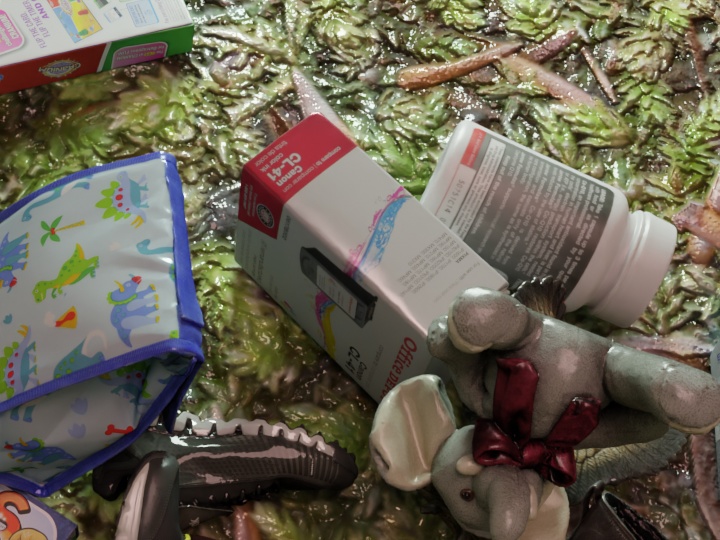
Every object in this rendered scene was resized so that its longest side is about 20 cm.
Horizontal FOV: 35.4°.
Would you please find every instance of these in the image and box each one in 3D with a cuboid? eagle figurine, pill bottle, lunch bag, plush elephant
[{"bbox_3d":[0.128,0.118,0.844,0.200,0.152,0.151,-43,40,3],"label":"eagle figurine"},{"bbox_3d":[0.150,-0.035,0.940,0.200,0.114,0.114,25,62,0],"label":"pill bottle"},{"bbox_3d":[-0.188,0.032,0.765,0.127,0.200,0.170,29,37,-44],"label":"lunch bag"},{"bbox_3d":[0.098,0.104,0.712,0.165,0.200,0.155,21,89,-6],"label":"plush elephant"}]

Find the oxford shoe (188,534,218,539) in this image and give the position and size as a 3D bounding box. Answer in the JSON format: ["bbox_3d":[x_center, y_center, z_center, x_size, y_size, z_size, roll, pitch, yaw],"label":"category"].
[{"bbox_3d":[-0.048,0.234,0.803,0.200,0.071,0.073,24,28,7],"label":"oxford shoe"}]

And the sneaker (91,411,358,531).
[{"bbox_3d":[-0.104,0.151,0.822,0.200,0.066,0.091,11,65,-3],"label":"sneaker"}]

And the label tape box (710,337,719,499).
[{"bbox_3d":[0.377,0.104,0.955,0.143,0.066,0.200,10,60,-9],"label":"label tape box"}]

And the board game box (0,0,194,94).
[{"bbox_3d":[-0.265,-0.241,0.985,0.200,0.040,0.153,-17,70,-20],"label":"board game box"}]

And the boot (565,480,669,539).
[{"bbox_3d":[0.177,0.266,0.767,0.200,0.174,0.069,49,24,14],"label":"boot"}]

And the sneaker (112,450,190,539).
[{"bbox_3d":[-0.123,0.220,0.756,0.085,0.074,0.200,1,90,-8],"label":"sneaker"}]

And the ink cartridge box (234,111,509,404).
[{"bbox_3d":[0.000,0.000,0.862,0.086,0.148,0.200,-37,72,-26],"label":"ink cartridge box"}]

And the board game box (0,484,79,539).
[{"bbox_3d":[-0.315,0.181,0.772,0.200,0.034,0.135,31,62,3],"label":"board game box"}]
